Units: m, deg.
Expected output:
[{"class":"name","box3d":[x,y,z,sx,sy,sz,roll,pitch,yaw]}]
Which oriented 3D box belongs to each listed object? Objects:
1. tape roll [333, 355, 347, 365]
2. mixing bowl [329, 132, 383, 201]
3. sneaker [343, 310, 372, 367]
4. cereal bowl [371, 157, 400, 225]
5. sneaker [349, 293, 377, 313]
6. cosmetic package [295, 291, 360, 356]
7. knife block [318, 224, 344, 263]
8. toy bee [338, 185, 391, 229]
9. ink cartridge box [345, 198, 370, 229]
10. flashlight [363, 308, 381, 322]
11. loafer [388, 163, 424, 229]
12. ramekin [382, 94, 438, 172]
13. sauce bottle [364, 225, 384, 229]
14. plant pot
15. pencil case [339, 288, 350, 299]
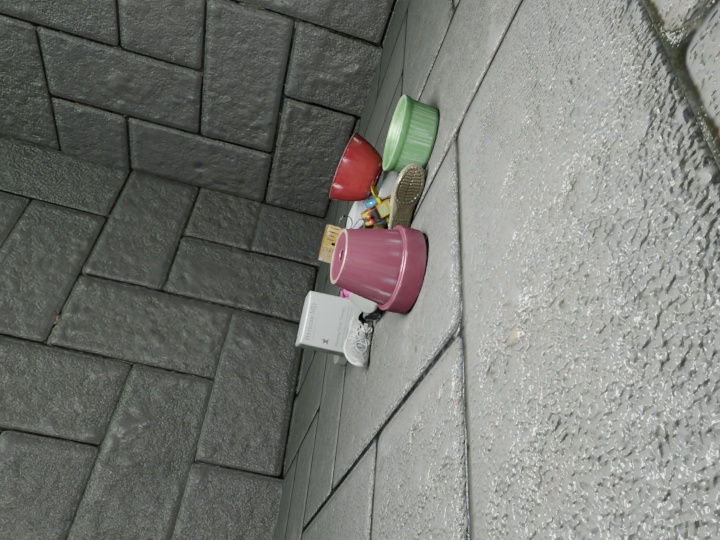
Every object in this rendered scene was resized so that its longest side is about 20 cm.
[{"class":"tape roll","box3d":[-0.055,0.238,2.019,0.203,0.037,0.205,-167,90,-81]},{"class":"mixing bowl","box3d":[-0.001,-0.273,1.588,0.200,0.107,0.202,24,-90,-88]},{"class":"sneaker","box3d":[-0.002,0.188,1.630,0.201,0.074,0.082,-92,24,-47]},{"class":"cereal bowl","box3d":[0.082,-0.229,1.679,0.200,0.082,0.202,-166,90,-81]},{"class":"sneaker","box3d":[0.045,0.054,1.512,0.089,0.075,0.199,-49,13,-30]},{"class":"cosmetic package","box3d":[-0.089,0.176,1.791,0.166,0.198,0.169,138,143,-75]},{"class":"knife block","box3d":[-0.083,-0.118,1.802,0.201,0.063,0.177,113,168,-47]},{"class":"toy bee","box3d":[0.047,-0.151,1.535,0.200,0.131,0.109,-47,14,7]},{"class":"ink cartridge box","box3d":[-0.021,-0.113,1.754,0.163,0.056,0.202,125,154,-68]},{"class":"flashlight","box3d":[0.043,0.040,1.611,0.068,0.067,0.202,41,-134,-49]},{"class":"loafer","box3d":[0.110,-0.188,1.462,0.069,0.075,0.202,-103,27,-59]},{"class":"ramekin","box3d":[0.132,-0.351,1.490,0.200,0.097,0.202,-166,90,-82]},{"class":"sauce bottle","box3d":[0.038,-0.077,1.785,0.066,0.065,0.203,177,101,-81]},{"class":"plant pot","box3d":[0.032,-0.014,1.294,0.200,0.177,0.203,-168,90,-75]},{"class":"pencil case","box3d":[0.000,0.010,1.844,0.093,0.090,0.202,0,73,48]}]
